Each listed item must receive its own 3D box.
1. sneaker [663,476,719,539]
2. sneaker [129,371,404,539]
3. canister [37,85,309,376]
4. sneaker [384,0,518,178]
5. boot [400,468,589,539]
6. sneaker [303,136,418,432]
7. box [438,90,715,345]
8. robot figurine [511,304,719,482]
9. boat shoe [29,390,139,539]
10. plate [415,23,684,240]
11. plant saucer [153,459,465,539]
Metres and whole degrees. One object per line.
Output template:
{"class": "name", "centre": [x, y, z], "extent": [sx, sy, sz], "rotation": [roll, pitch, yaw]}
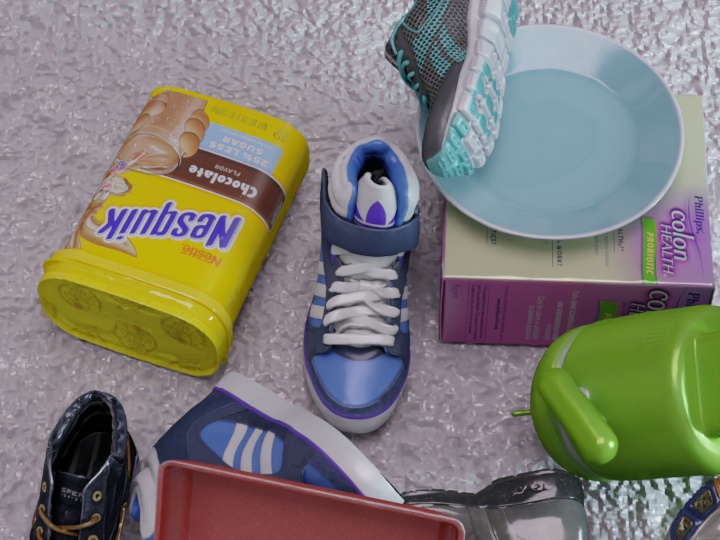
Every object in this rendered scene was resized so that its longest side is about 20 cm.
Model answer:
{"class": "sneaker", "centre": [0.214, 0.229, 1.286], "extent": [0.200, 0.088, 0.075], "rotation": [-42, 58, 4]}
{"class": "sneaker", "centre": [-0.076, 0.163, 1.287], "extent": [0.146, 0.081, 0.200], "rotation": [-50, 43, -12]}
{"class": "canister", "centre": [-0.138, -0.035, 1.447], "extent": [0.148, 0.087, 0.200], "rotation": [17, 58, 11]}
{"class": "sneaker", "centre": [0.060, -0.149, 1.394], "extent": [0.091, 0.078, 0.200], "rotation": [0, 53, 19]}
{"class": "boot", "centre": [0.067, 0.215, 1.272], "extent": [0.200, 0.068, 0.131], "rotation": [-14, 56, 13]}
{"class": "sneaker", "centre": [0.000, 0.000, 1.378], "extent": [0.081, 0.146, 0.200], "rotation": [5, 57, 3]}
{"class": "box", "centre": [0.161, -0.040, 1.441], "extent": [0.200, 0.097, 0.176], "rotation": [1, 58, 2]}
{"class": "robot figurine", "centre": [0.203, 0.087, 1.311], "extent": [0.175, 0.200, 0.116], "rotation": [0, 82, -44]}
{"class": "boat shoe", "centre": [-0.203, 0.184, 1.305], "extent": [0.071, 0.091, 0.200], "rotation": [7, 58, 5]}
{"class": "plate", "centre": [0.140, -0.100, 1.408], "extent": [0.200, 0.026, 0.200], "rotation": [0, 58, 0]}
{"class": "plant saucer", "centre": [-0.038, 0.216, 1.242], "extent": [0.200, 0.200, 0.037], "rotation": [11, 30, 7]}
